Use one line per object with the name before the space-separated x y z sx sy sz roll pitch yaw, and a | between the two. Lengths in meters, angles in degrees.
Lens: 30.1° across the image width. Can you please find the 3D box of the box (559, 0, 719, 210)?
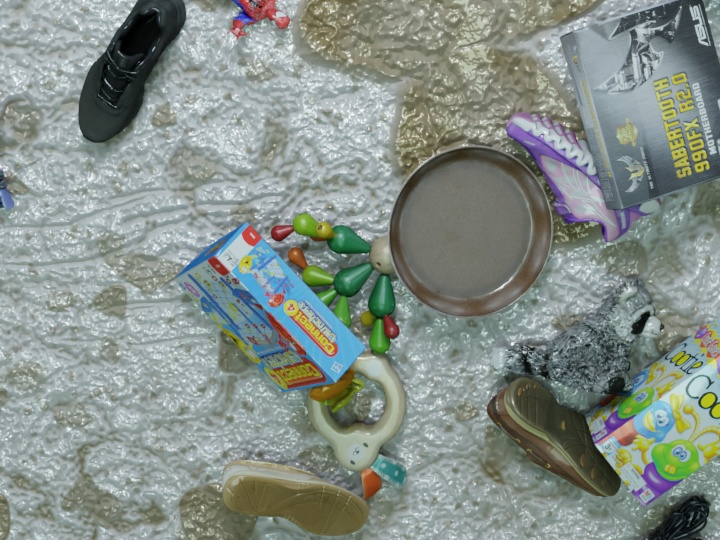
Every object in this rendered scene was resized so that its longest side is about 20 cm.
box | 0.321 -0.185 1.468 0.157 0.048 0.202 -17 95 -11

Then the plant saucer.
plant saucer | 0.126 -0.046 1.561 0.198 0.032 0.203 -2 100 -11

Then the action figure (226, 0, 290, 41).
action figure | -0.165 -0.327 1.493 0.199 0.099 0.066 33 109 -8

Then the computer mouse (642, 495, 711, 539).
computer mouse | 0.441 0.387 1.682 0.200 0.053 0.139 45 106 3

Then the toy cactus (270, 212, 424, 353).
toy cactus | 0.000 0.000 1.587 0.164 0.102 0.201 -33 93 5

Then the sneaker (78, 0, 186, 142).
sneaker | -0.274 -0.233 1.534 0.075 0.091 0.201 28 109 -6

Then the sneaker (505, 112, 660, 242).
sneaker | 0.242 -0.102 1.530 0.199 0.081 0.089 34 111 -6

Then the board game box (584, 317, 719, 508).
board game box | 0.378 0.166 1.580 0.199 0.105 0.103 -38 100 10

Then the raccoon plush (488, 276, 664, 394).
raccoon plush | 0.255 0.067 1.579 0.197 0.097 0.136 6 100 4

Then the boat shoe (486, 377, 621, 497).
boat shoe | 0.238 0.209 1.640 0.200 0.072 0.067 40 140 -16

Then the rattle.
rattle | 0.003 0.206 1.623 0.129 0.143 0.203 -8 101 -11

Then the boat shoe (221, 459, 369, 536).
boat shoe | -0.083 0.278 1.687 0.198 0.069 0.074 20 107 -23

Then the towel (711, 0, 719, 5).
towel | 0.378 -0.382 1.405 0.198 0.086 0.167 27 90 -2

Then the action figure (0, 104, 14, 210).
action figure | -0.499 -0.142 1.581 0.192 0.105 0.201 -23 102 22

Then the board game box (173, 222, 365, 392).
board game box | -0.110 0.049 1.553 0.196 0.200 0.056 47 69 -8
